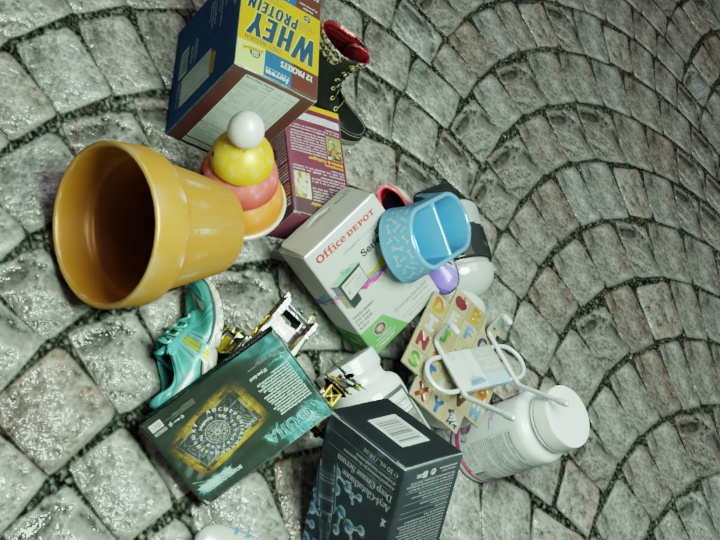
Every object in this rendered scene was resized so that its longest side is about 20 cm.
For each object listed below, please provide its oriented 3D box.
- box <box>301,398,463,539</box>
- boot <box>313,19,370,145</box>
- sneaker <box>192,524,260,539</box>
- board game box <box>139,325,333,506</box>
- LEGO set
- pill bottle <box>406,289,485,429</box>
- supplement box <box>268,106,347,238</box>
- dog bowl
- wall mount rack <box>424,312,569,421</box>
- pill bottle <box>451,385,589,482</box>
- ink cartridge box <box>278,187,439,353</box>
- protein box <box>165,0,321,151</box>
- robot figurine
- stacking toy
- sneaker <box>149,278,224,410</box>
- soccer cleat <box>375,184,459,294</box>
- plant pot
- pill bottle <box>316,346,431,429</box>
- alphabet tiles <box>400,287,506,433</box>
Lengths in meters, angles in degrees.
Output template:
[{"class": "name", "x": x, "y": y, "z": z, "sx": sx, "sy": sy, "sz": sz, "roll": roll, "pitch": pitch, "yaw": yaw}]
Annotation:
[{"class": "box", "x": 0.024, "y": 0.291, "z": 1.203, "sx": 0.107, "sy": 0.148, "sz": 0.201, "roll": -6, "pitch": 115, "yaw": -42}, {"class": "boot", "x": -0.038, "y": -0.304, "z": 1.524, "sx": 0.200, "sy": 0.150, "sz": 0.073, "roll": 43, "pitch": 47, "yaw": -16}, {"class": "sneaker", "x": -0.117, "y": 0.368, "z": 1.159, "sx": 0.200, "sy": 0.072, "sz": 0.072, "roll": 35, "pitch": 51, "yaw": -21}, {"class": "board game box", "x": -0.151, "y": 0.180, "z": 1.159, "sx": 0.200, "sy": 0.028, "sz": 0.135, "roll": -35, "pitch": 104, "yaw": -3}, {"class": "LEGO set", "x": -0.091, "y": 0.116, "z": 1.252, "sx": 0.200, "sy": 0.154, "sz": 0.116, "roll": 43, "pitch": 69, "yaw": -6}, {"class": "pill bottle", "x": 0.138, "y": 0.136, "z": 1.473, "sx": 0.114, "sy": 0.114, "sz": 0.201, "roll": 32, "pitch": 51, "yaw": -24}, {"class": "supplement box", "x": -0.089, "y": -0.150, "z": 1.445, "sx": 0.110, "sy": 0.086, "sz": 0.201, "roll": 11, "pitch": 61, "yaw": -37}, {"class": "dog bowl", "x": 0.100, "y": -0.054, "z": 1.367, "sx": 0.200, "sy": 0.049, "sz": 0.112, "roll": -29, "pitch": 101, "yaw": -54}, {"class": "wall mount rack", "x": 0.196, "y": 0.148, "z": 1.344, "sx": 0.199, "sy": 0.075, "sz": 0.174, "roll": -6, "pitch": 56, "yaw": -39}, {"class": "pill bottle", "x": 0.245, "y": 0.250, "z": 1.444, "sx": 0.113, "sy": 0.200, "sz": 0.114, "roll": 20, "pitch": 56, "yaw": -33}, {"class": "ink cartridge box", "x": 0.000, "y": 0.000, "z": 1.374, "sx": 0.145, "sy": 0.084, "sz": 0.200, "roll": -44, "pitch": 118, "yaw": -16}, {"class": "protein box", "x": -0.170, "y": -0.301, "z": 1.371, "sx": 0.135, "sy": 0.200, "sz": 0.199, "roll": 21, "pitch": 56, "yaw": -32}, {"class": "robot figurine", "x": 0.149, "y": -0.042, "z": 1.572, "sx": 0.150, "sy": 0.125, "sz": 0.201, "roll": -4, "pitch": 71, "yaw": -32}, {"class": "stacking toy", "x": -0.162, "y": -0.148, "z": 1.281, "sx": 0.145, "sy": 0.200, "sz": 0.147, "roll": 7, "pitch": 55, "yaw": -10}, {"class": "sneaker", "x": -0.224, "y": 0.096, "z": 1.210, "sx": 0.079, "sy": 0.077, "sz": 0.201, "roll": 17, "pitch": 57, "yaw": -24}, {"class": "soccer cleat", "x": 0.083, "y": -0.049, "z": 1.459, "sx": 0.200, "sy": 0.068, "sz": 0.073, "roll": 59, "pitch": 10, "yaw": 18}, {"class": "plant pot", "x": -0.253, "y": -0.055, "z": 1.186, "sx": 0.183, "sy": 0.200, "sz": 0.201, "roll": -2, "pitch": 69, "yaw": -53}, {"class": "pill bottle", "x": 0.028, "y": 0.216, "z": 1.334, "sx": 0.116, "sy": 0.116, "sz": 0.200, "roll": -30, "pitch": 89, "yaw": -45}, {"class": "alphabet tiles", "x": 0.141, "y": 0.131, "z": 1.384, "sx": 0.166, "sy": 0.006, "sz": 0.200, "roll": 42, "pitch": 54, "yaw": -20}]
